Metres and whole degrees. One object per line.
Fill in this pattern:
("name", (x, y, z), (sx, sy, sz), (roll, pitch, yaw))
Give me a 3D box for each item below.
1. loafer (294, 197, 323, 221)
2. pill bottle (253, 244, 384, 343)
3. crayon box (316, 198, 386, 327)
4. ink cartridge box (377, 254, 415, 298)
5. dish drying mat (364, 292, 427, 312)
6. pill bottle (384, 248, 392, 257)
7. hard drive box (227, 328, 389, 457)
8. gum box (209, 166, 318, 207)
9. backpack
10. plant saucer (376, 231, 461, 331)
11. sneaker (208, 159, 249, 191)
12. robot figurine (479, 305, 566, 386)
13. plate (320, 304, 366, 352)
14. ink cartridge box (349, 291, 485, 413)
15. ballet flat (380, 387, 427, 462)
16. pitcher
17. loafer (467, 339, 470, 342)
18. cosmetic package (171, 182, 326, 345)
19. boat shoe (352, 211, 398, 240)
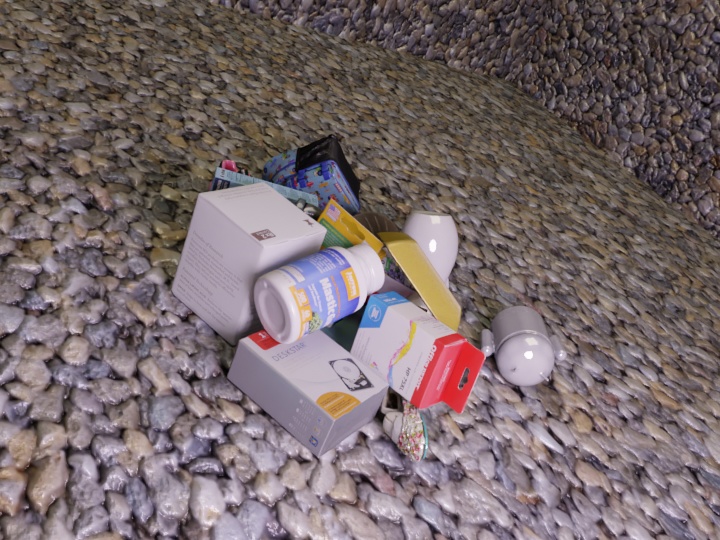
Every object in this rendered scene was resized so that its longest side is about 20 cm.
("loafer", (-0.120, -0.040, 1.401), (0.062, 0.201, 0.072), (22, 39, -5))
("pill bottle", (-0.060, 0.028, 1.207), (0.199, 0.113, 0.112), (-24, 51, -35))
("crayon box", (-0.042, -0.016, 1.341), (0.125, 0.201, 0.051), (41, 31, 13))
("ink cartridge box", (0.000, 0.000, 1.456), (0.199, 0.109, 0.051), (30, 50, -23))
("dish drying mat", (0.024, 0.055, 1.444), (0.197, 0.018, 0.077), (19, -17, -8))
("pill bottle", (-0.024, -0.044, 1.571), (0.197, 0.113, 0.113), (15, 29, -17))
("hard drive box", (-0.081, 0.173, 1.190), (0.199, 0.078, 0.155), (35, 30, 22))
("gum box", (-0.199, -0.086, 1.448), (0.197, 0.171, 0.045), (15, 29, -16))
("backpack", (-0.114, -0.177, 1.661), (0.197, 0.183, 0.136), (-15, 46, 15))
("plant saucer", (0.109, 0.012, 1.340), (0.201, 0.048, 0.200), (55, 3, -8))
("sneaker", (-0.254, -0.164, 1.625), (0.078, 0.096, 0.200), (-6, 41, -46))
("robot figurine", (0.314, 0.147, 1.495), (0.167, 0.114, 0.201), (0, 29, 0))
("plate", (-0.003, 0.118, 1.401), (0.198, 0.026, 0.201), (19, 29, -11))
("ink cartridge box", (0.087, 0.133, 1.207), (0.199, 0.118, 0.067), (33, 24, 33))
("ballet flat", (0.064, 0.233, 1.212), (0.063, 0.077, 0.200), (9, 20, -6))
("pitcher", (0.144, -0.018, 1.564), (0.120, 0.203, 0.171), (10, 12, 27))
("loafer", (0.115, 0.110, 1.418), (0.199, 0.063, 0.072), (31, 23, -18))
("cosmetic package", (-0.191, -0.017, 1.302), (0.164, 0.202, 0.164), (36, 30, 23))
("boat shoe", (-0.014, -0.068, 1.484), (0.198, 0.068, 0.073), (-1, 68, -41))
